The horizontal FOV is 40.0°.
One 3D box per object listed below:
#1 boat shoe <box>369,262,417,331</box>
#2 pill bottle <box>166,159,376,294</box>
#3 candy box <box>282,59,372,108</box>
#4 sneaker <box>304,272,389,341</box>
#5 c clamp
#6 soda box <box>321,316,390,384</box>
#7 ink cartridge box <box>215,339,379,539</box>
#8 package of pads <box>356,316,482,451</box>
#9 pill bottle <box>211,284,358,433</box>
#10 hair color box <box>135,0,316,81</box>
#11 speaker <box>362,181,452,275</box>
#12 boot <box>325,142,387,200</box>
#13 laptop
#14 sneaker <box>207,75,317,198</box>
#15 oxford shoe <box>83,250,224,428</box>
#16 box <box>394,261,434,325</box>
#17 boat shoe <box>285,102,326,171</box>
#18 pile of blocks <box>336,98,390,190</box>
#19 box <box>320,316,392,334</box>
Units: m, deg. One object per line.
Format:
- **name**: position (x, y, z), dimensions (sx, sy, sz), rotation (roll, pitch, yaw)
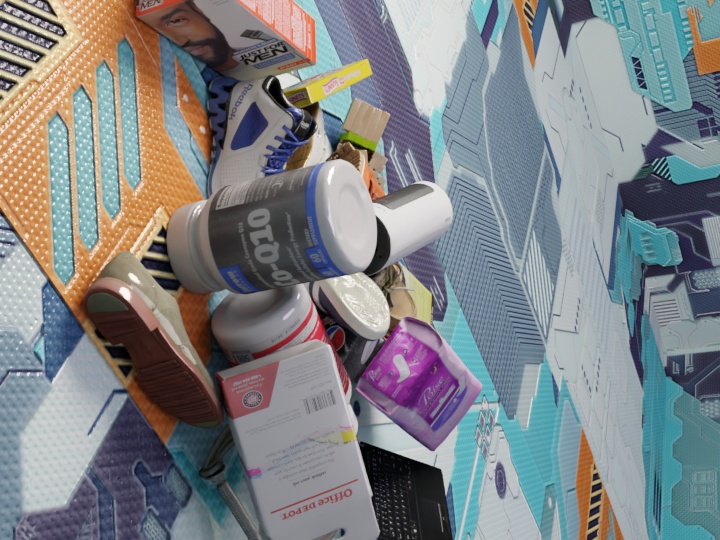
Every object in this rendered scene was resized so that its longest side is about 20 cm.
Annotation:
- **boat shoe**: position (0.000, 0.000, 1.252), dimensions (0.199, 0.063, 0.074), rotation (41, 59, -9)
- **pill bottle**: position (-0.093, -0.038, 1.012), dimensions (0.114, 0.197, 0.116), rotation (34, 50, -56)
- **candy box**: position (-0.065, -0.226, 1.243), dimensions (0.200, 0.101, 0.027), rotation (-44, 120, -60)
- **sneaker**: position (-0.043, 0.030, 1.132), dimensions (0.074, 0.200, 0.085), rotation (-2, 127, -43)
- **c clamp**: position (-0.101, 0.247, 1.027), dimensions (0.169, 0.027, 0.203), rotation (-29, 100, -23)
- **soda box**: position (0.009, 0.110, 1.287), dimensions (0.071, 0.063, 0.199), rotation (-55, 148, 2)
- **ink cartridge box**: position (-0.062, 0.185, 0.991), dimensions (0.067, 0.115, 0.204), rotation (-177, -109, -75)
- **package of pads**: position (0.082, 0.152, 1.290), dimensions (0.121, 0.075, 0.200), rotation (-54, 148, -8)
- **pill bottle**: position (-0.076, 0.113, 1.096), dimensions (0.202, 0.111, 0.113), rotation (65, 30, -28)
- **hair color box**: position (-0.143, -0.278, 1.090), dimensions (0.199, 0.109, 0.065), rotation (26, 58, -59)
- **speaker**: position (0.043, -0.054, 1.220), dimensions (0.199, 0.080, 0.083), rotation (-28, 106, -59)
- **boot**: position (0.000, -0.098, 1.277), dimensions (0.108, 0.075, 0.200), rotation (51, 11, -13)
- **laptop**: position (0.043, 0.245, 1.244), dimensions (0.197, 0.104, 0.178), rotation (21, 26, -12)
- **sneaker**: position (-0.107, -0.132, 1.110), dimensions (0.080, 0.113, 0.203), rotation (8, 75, -62)
- **oxford shoe**: position (-0.181, 0.068, 0.942), dimensions (0.074, 0.070, 0.202), rotation (-72, 144, -48)
- **box**: position (0.044, 0.034, 1.393), dimensions (0.200, 0.049, 0.077), rotation (41, 47, -54)
- **boat shoe**: position (-0.072, -0.131, 1.232), dimensions (0.070, 0.070, 0.202), rotation (60, 30, -36)
- **pile of blocks**: position (-0.003, -0.141, 1.413), dimensions (0.062, 0.081, 0.204), rotation (-169, -104, -72)
- **box**: position (-0.005, 0.041, 1.371), dimensions (0.200, 0.021, 0.167), rotation (32, 54, -58)
